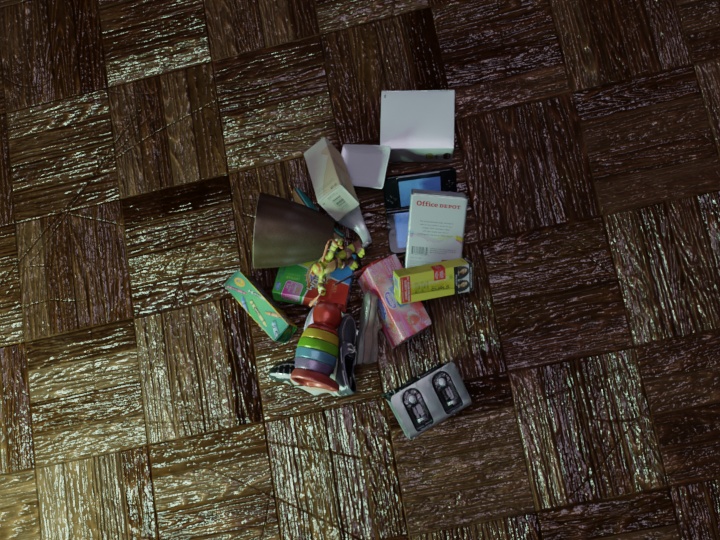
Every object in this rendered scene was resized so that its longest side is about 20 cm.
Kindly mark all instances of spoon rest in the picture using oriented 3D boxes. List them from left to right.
[{"bbox_3d":[-0.030,-0.141,1.658,0.099,0.060,0.203,-38,71,24],"label":"spoon rest"}]

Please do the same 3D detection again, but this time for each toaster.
[{"bbox_3d":[0.158,0.313,1.512,0.177,0.200,0.121,-27,82,-7],"label":"toaster"}]

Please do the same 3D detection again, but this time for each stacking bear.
[{"bbox_3d":[-0.097,0.175,1.510,0.118,0.114,0.206,3,69,30],"label":"stacking bear"}]

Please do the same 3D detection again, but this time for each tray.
[{"bbox_3d":[0.010,-0.274,1.635,0.197,0.022,0.111,15,93,49],"label":"tray"}]

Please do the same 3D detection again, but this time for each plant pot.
[{"bbox_3d":[-0.166,-0.092,1.577,0.193,0.187,0.194,5,82,-5],"label":"plant pot"}]

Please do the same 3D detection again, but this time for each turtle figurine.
[{"bbox_3d":[-0.070,-0.012,1.539,0.064,0.159,0.204,37,127,28],"label":"turtle figurine"}]

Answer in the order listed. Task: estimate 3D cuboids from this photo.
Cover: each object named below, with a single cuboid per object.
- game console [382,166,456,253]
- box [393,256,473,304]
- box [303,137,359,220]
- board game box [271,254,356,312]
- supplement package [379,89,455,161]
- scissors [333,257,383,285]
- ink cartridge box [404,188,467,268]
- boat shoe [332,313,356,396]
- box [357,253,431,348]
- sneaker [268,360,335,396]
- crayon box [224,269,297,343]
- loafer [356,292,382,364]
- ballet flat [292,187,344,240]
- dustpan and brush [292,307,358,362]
[{"bbox_3d":[0.160,-0.155,1.610,0.193,0.175,0.121,-7,48,4],"label":"game console"},{"bbox_3d":[0.178,0.024,1.515,0.193,0.050,0.078,-9,110,-13],"label":"box"},{"bbox_3d":[-0.077,-0.239,1.609,0.077,0.095,0.204,-33,49,17],"label":"box"},{"bbox_3d":[-0.118,0.018,1.623,0.193,0.041,0.157,8,58,7],"label":"board game box"},{"bbox_3d":[0.151,-0.381,1.647,0.193,0.111,0.162,1,81,7],"label":"supplement package"},{"bbox_3d":[0.000,0.000,1.568,0.072,0.199,0.014,-32,84,27],"label":"scissors"},{"bbox_3d":[0.190,-0.096,1.572,0.141,0.083,0.207,5,107,3],"label":"ink cartridge box"},{"bbox_3d":[-0.026,0.211,1.554,0.062,0.071,0.207,-8,73,46],"label":"boat shoe"},{"bbox_3d":[0.085,0.079,1.576,0.093,0.103,0.204,-24,80,-22],"label":"box"},{"bbox_3d":[-0.141,0.284,1.594,0.193,0.074,0.083,4,110,4],"label":"sneaker"},{"bbox_3d":[-0.257,0.096,1.616,0.058,0.119,0.200,-44,79,-2],"label":"crayon box"},{"bbox_3d":[0.028,0.147,1.575,0.061,0.072,0.206,4,117,-11],"label":"loafer"},{"bbox_3d":[-0.127,-0.134,1.666,0.063,0.068,0.200,-46,78,12],"label":"ballet flat"},{"bbox_3d":[-0.117,0.186,1.627,0.200,0.057,0.140,-44,88,-8],"label":"dustpan and brush"}]
